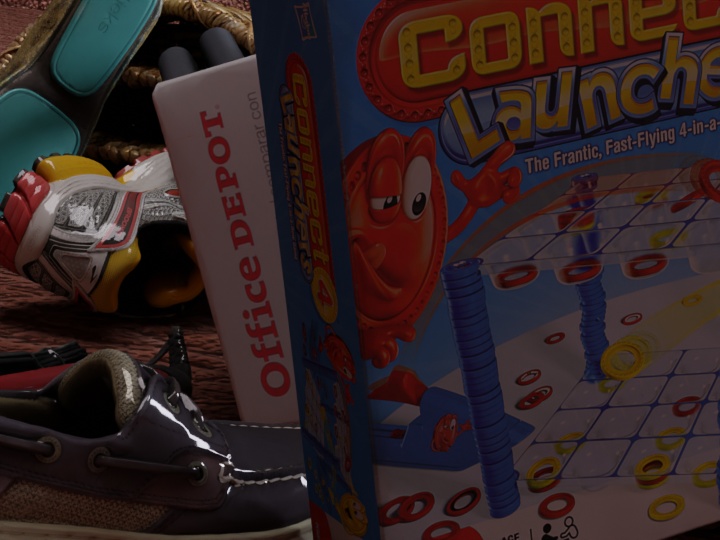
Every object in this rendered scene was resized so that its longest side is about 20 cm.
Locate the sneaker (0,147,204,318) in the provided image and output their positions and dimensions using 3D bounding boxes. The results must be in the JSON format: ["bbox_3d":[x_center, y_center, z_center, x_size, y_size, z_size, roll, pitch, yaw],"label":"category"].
[{"bbox_3d":[-0.101,-0.009,0.993,0.082,0.078,0.200,34,20,20],"label":"sneaker"}]

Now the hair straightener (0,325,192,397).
[{"bbox_3d":[-0.127,0.039,0.758,0.076,0.041,0.200,11,12,21],"label":"hair straightener"}]

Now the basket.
[{"bbox_3d":[-0.130,-0.095,1.188,0.199,0.144,0.149,12,11,28],"label":"basket"}]

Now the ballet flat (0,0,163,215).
[{"bbox_3d":[-0.184,-0.097,1.140,0.070,0.201,0.071,29,-17,10],"label":"ballet flat"}]

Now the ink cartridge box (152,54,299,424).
[{"bbox_3d":[0.043,-0.033,0.803,0.199,0.148,0.145,-14,3,15],"label":"ink cartridge box"}]

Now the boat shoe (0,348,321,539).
[{"bbox_3d":[-0.079,0.058,0.625,0.199,0.065,0.072,0,11,-35],"label":"boat shoe"}]

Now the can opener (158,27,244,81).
[{"bbox_3d":[-0.074,-0.081,1.047,0.052,0.067,0.200,-24,24,-2],"label":"can opener"}]

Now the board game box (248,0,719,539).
[{"bbox_3d":[0.074,-0.012,0.629,0.199,0.197,0.056,-14,19,-23],"label":"board game box"}]
